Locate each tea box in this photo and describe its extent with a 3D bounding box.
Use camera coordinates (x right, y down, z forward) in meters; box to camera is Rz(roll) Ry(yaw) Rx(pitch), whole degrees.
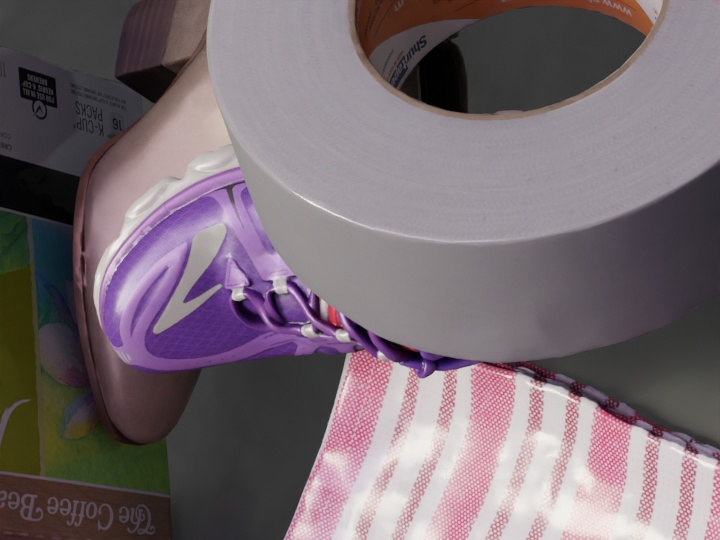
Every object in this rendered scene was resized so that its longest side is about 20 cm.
[{"bbox_3d":[-0.187,0.016,1.012,0.133,0.200,0.198,-15,73,34],"label":"tea box"}]

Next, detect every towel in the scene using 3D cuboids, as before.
[{"bbox_3d":[0.051,0.108,0.921,0.200,0.030,0.147,24,95,38],"label":"towel"}]

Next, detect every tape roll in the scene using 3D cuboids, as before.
[{"bbox_3d":[0.053,-0.070,0.872,0.199,0.066,0.201,-6,52,8],"label":"tape roll"}]

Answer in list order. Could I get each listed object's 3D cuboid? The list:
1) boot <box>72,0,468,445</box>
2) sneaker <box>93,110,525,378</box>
[{"bbox_3d":[-0.029,-0.039,0.989,0.146,0.070,0.201,-6,78,33],"label":"boot"},{"bbox_3d":[0.000,0.000,0.907,0.199,0.081,0.084,-13,37,16],"label":"sneaker"}]
